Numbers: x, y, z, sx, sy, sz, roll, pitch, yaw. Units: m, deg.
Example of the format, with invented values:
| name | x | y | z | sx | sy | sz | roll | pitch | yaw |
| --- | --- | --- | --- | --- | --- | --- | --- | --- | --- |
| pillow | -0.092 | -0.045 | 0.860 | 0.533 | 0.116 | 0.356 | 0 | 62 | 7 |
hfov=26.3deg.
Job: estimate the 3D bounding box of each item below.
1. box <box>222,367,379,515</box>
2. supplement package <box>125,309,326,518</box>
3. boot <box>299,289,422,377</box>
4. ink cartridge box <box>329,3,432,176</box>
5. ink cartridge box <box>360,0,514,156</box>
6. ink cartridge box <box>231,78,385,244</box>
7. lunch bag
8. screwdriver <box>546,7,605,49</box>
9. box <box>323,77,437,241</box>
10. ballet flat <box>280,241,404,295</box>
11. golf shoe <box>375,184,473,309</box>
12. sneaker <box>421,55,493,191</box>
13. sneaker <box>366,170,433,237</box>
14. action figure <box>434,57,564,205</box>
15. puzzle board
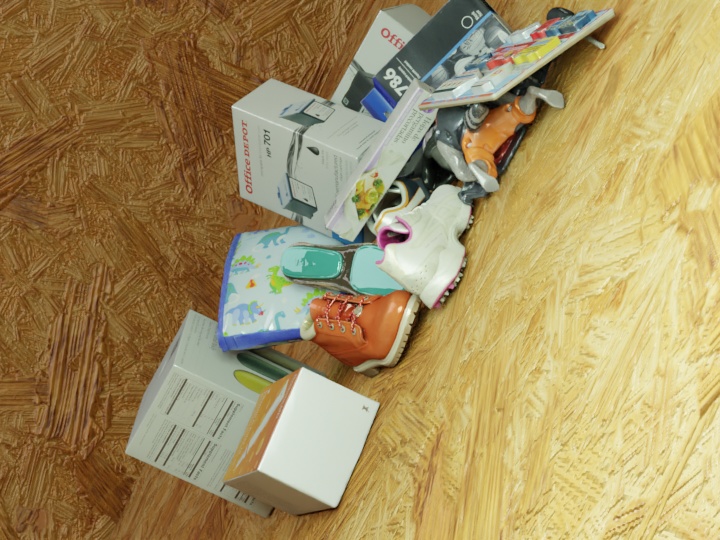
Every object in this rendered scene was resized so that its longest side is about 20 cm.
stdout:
| name | x | y | z | sx | sy | sz | roll | pitch | yaw |
| --- | --- | --- | --- | --- | --- | --- | --- | --- | --- |
| box | -0.070 | 0.194 | 1.714 | 0.124 | 0.097 | 0.200 | -67 | 10 | -17 |
| supplement package | -0.169 | 0.181 | 1.962 | 0.151 | 0.200 | 0.152 | -59 | 11 | 24 |
| boot | -0.002 | 0.057 | 1.690 | 0.075 | 0.107 | 0.200 | -66 | 11 | -25 |
| ink cartridge box | 0.051 | -0.211 | 1.929 | 0.084 | 0.145 | 0.200 | -26 | -28 | -57 |
| ink cartridge box | 0.091 | -0.234 | 1.825 | 0.200 | 0.099 | 0.039 | -45 | -12 | 18 |
| ink cartridge box | -0.056 | -0.133 | 1.912 | 0.086 | 0.200 | 0.147 | -42 | -37 | -38 |
| lunch bag | -0.081 | 0.031 | 1.927 | 0.200 | 0.170 | 0.128 | -77 | -26 | -62 |
| screwdriver | 0.215 | -0.242 | 1.548 | 0.028 | 0.029 | 0.200 | -62 | 9 | 13 |
| box | 0.026 | -0.126 | 1.769 | 0.200 | 0.039 | 0.041 | -56 | 18 | 16 |
| ballet flat | 0.000 | 0.000 | 1.802 | 0.067 | 0.200 | 0.068 | 19 | -95 | -55 |
| golf shoe | 0.067 | -0.043 | 1.630 | 0.075 | 0.091 | 0.200 | -60 | 9 | 30 |
| sneaker | 0.119 | -0.157 | 1.742 | 0.200 | 0.066 | 0.091 | 122 | 167 | -51 |
| sneaker | 0.054 | -0.081 | 1.836 | 0.078 | 0.079 | 0.200 | -61 | 8 | 19 |
| action figure | 0.135 | -0.169 | 1.576 | 0.200 | 0.105 | 0.193 | -65 | 19 | 1 |
| puzzle board | 0.148 | -0.210 | 1.526 | 0.151 | 0.017 | 0.200 | -35 | 12 | -14 |
